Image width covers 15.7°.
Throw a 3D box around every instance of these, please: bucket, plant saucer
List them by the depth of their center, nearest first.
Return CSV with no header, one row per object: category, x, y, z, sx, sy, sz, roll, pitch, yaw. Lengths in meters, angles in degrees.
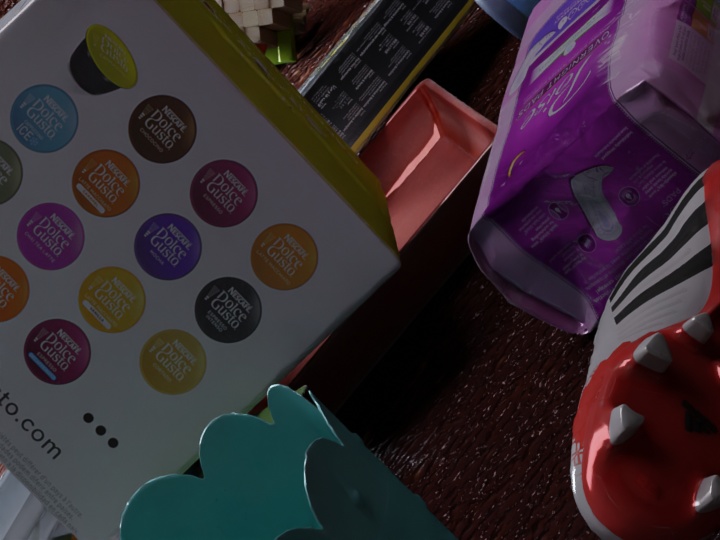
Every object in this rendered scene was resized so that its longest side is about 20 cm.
bucket,-0.031,0.157,0.859,0.207,0.135,0.207,-46,15,16
plant saucer,0.000,0.000,1.343,0.200,0.037,0.200,-50,15,3

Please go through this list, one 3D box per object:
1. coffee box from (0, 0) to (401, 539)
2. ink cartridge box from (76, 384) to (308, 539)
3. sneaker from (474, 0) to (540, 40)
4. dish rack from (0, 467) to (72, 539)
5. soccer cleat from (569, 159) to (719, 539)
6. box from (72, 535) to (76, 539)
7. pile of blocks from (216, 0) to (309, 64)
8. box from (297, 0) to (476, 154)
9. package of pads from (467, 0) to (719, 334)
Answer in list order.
coffee box,-0.118,-0.029,1.237,0.198,0.200,0.200,-42,10,7
ink cartridge box,-0.073,0.133,1.191,0.200,0.059,0.104,-30,25,53
sneaker,0.101,-0.194,1.444,0.082,0.074,0.200,-40,19,29
dish rack,-0.184,0.190,1.300,0.200,0.043,0.172,105,-169,-52
soccer cleat,0.108,0.035,0.892,0.085,0.068,0.200,-49,9,43
box,-0.151,0.111,1.450,0.200,0.041,0.119,-55,12,24
pile of blocks,-0.080,-0.164,1.963,0.200,0.082,0.063,165,100,-80
box,-0.012,-0.097,1.512,0.200,0.049,0.160,-52,7,-31
package of pads,0.116,-0.076,1.106,0.120,0.076,0.200,-44,16,34
